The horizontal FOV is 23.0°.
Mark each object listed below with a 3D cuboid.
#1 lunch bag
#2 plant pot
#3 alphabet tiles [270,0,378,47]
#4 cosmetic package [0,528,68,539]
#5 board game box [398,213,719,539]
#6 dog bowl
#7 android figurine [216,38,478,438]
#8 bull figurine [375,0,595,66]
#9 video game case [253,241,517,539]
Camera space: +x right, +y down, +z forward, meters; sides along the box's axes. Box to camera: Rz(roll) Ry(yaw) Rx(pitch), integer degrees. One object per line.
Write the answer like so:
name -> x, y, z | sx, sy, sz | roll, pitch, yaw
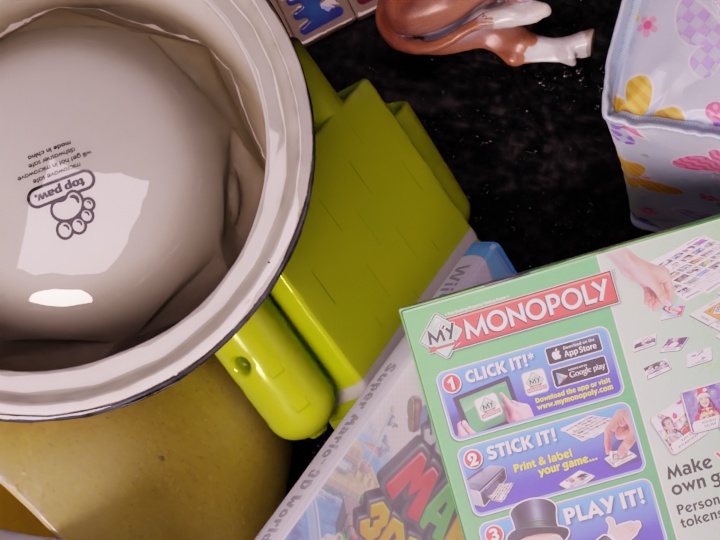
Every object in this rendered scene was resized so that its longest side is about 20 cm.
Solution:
lunch bag -> 0.181, -0.124, 0.792 | 0.126, 0.170, 0.202 | 15, 80, 17
plant pot -> -0.110, 0.092, 0.789 | 0.199, 0.201, 0.142 | 36, 58, 16
alphabet tiles -> -0.065, -0.186, 0.933 | 0.199, 0.006, 0.168 | -26, 72, 2
cosmetic package -> -0.099, 0.202, 0.688 | 0.081, 0.112, 0.201 | -44, 116, -31
board game box -> 0.128, 0.052, 0.701 | 0.198, 0.029, 0.136 | -16, 88, 6
dog bowl -> -0.114, -0.036, 0.685 | 0.198, 0.074, 0.202 | -1, 76, 2
android figurine -> 0.000, 0.000, 0.794 | 0.041, 0.182, 0.201 | -21, 113, 40
bull figurine -> 0.071, -0.195, 0.881 | 0.120, 0.065, 0.202 | 10, 78, 15
video game case -> 0.036, 0.108, 0.747 | 0.018, 0.144, 0.200 | 0, 43, 47
